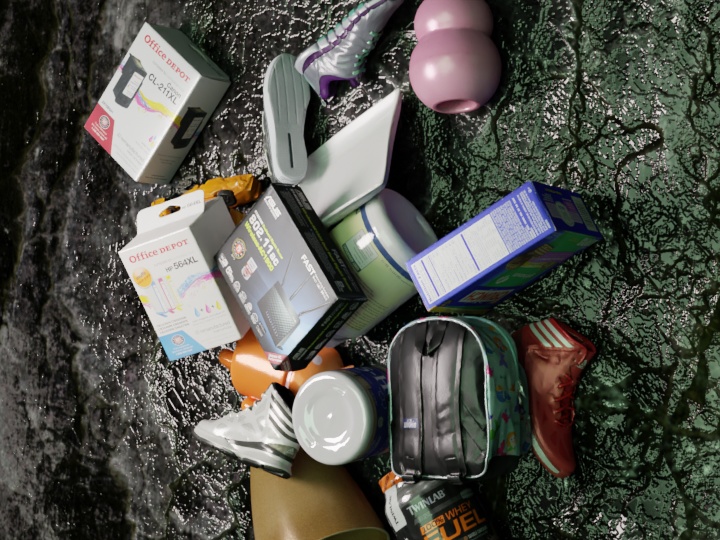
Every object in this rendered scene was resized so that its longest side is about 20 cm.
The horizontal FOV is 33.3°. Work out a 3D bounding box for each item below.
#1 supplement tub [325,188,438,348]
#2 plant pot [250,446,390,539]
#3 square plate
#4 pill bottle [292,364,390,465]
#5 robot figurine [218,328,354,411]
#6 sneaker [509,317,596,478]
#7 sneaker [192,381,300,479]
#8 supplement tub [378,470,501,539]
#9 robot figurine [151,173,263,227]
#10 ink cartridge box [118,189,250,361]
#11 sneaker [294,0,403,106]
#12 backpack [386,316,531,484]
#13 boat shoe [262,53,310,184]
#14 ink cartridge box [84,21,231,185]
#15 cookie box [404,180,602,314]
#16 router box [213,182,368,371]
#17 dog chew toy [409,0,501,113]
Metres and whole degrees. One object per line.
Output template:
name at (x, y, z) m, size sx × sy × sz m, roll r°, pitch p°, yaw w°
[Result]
supplement tub at (0.000, 0.000, 1.650) m, size 0.199 × 0.144 × 0.146 m, roll -38°, pitch 73°, yaw 23°
plant pot at (-0.078, 0.323, 1.692) m, size 0.186 × 0.185 × 0.202 m, roll -40°, pitch 55°, yaw 23°
square plate at (-0.018, -0.134, 1.655) m, size 0.197 × 0.028 × 0.202 m, roll -33°, pitch 31°, yaw 36°
pill bottle at (0.007, 0.188, 1.614) m, size 0.118 × 0.199 × 0.122 m, roll 0°, pitch 90°, yaw 29°
robot figurine at (-0.106, 0.140, 1.727) m, size 0.198 × 0.144 × 0.118 m, roll 19°, pitch 123°, yaw 28°
sneaker at (0.258, 0.156, 1.545) m, size 0.115 × 0.078 × 0.202 m, roll -27°, pitch 78°, yaw 28°
sneaker at (-0.144, 0.209, 1.666) m, size 0.199 × 0.075 × 0.117 m, roll 10°, pitch 71°, yaw 46°
supplement tub at (0.112, 0.347, 1.600) m, size 0.122 × 0.122 × 0.201 m, roll -37°, pitch 73°, yaw 24°
robot figurine at (-0.244, -0.078, 1.818) m, size 0.198 × 0.058 × 0.147 m, roll -10°, pitch 52°, yaw 29°
ink cartridge box at (-0.240, 0.000, 1.709) m, size 0.127 × 0.125 × 0.202 m, roll -18°, pitch 107°, yaw 22°
sneaker at (0.000, -0.316, 1.704) m, size 0.199 × 0.074 × 0.088 m, roll -32°, pitch 91°, yaw 33°
backpack at (0.122, 0.156, 1.514) m, size 0.176 × 0.150 × 0.203 m, roll -8°, pitch 87°, yaw 42°
boat shoe at (-0.118, -0.215, 1.758) m, size 0.071 × 0.071 × 0.203 m, roll -29°, pitch 57°, yaw 58°
ink cartridge box at (-0.315, -0.258, 1.862) m, size 0.146 × 0.082 × 0.201 m, roll 43°, pitch 110°, yaw 23°
cookie box at (0.184, -0.024, 1.534) m, size 0.199 × 0.170 × 0.076 m, roll -34°, pitch 72°, yaw 26°
router box at (-0.096, 0.009, 1.587) m, size 0.150 × 0.062 × 0.201 m, roll -48°, pitch 60°, yaw 29°
dog chew toy at (0.124, -0.315, 1.599) m, size 0.123 × 0.124 × 0.203 m, roll -7°, pitch 79°, yaw 29°
